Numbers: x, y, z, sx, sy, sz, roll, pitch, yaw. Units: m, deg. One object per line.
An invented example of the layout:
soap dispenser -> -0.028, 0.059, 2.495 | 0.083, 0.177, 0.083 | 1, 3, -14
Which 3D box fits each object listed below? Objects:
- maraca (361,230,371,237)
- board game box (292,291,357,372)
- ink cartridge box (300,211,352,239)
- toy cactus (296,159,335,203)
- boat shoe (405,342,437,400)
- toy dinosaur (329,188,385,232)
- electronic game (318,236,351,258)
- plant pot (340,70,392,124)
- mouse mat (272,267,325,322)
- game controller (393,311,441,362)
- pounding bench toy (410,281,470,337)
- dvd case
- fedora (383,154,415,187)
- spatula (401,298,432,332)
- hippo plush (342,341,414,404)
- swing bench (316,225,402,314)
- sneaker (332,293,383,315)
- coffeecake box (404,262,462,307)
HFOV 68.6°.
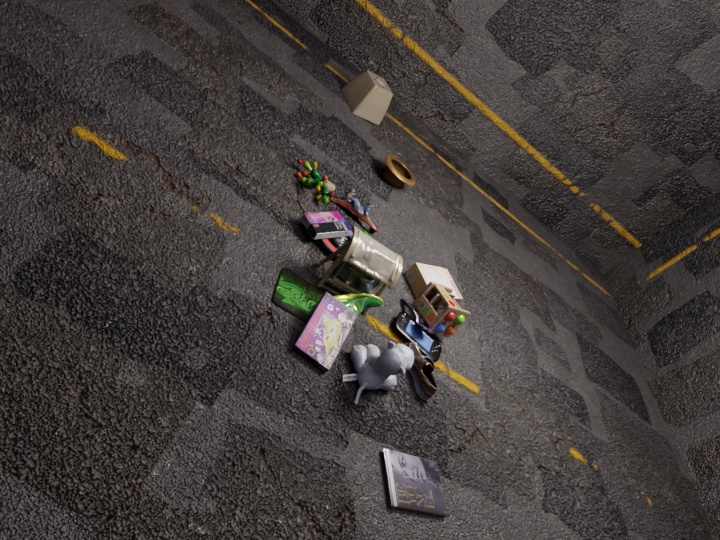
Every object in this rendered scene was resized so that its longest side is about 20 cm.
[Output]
maraca -> 0.049, -0.051, 1.863 | 0.201, 0.107, 0.137 | 64, 15, 2
board game box -> -0.097, 0.170, 1.486 | 0.120, 0.032, 0.200 | 35, 52, -9
ink cartridge box -> -0.104, -0.158, 1.827 | 0.199, 0.037, 0.095 | -8, 56, -46
toy cactus -> -0.150, -0.336, 1.995 | 0.200, 0.102, 0.165 | 51, 22, 23
boat shoe -> 0.199, 0.309, 1.684 | 0.072, 0.072, 0.201 | 13, 45, -41
toy dinosaur -> -0.006, -0.220, 2.069 | 0.199, 0.105, 0.182 | -21, 81, -17
electronic game -> -0.076, -0.111, 1.863 | 0.200, 0.042, 0.201 | 30, 35, -24
plant pot -> 0.050, -0.925, 2.781 | 0.199, 0.177, 0.200 | 8, 48, -43
mouse mat -> -0.165, 0.088, 1.574 | 0.200, 0.008, 0.161 | 33, 34, -19
game controller -> 0.195, 0.227, 1.797 | 0.200, 0.042, 0.104 | 42, 27, -5
pounding bench toy -> 0.316, 0.155, 1.910 | 0.199, 0.124, 0.156 | 17, 29, -41
dvd case -> 0.142, 0.561, 1.395 | 0.199, 0.016, 0.149 | 24, 39, -30
fedora -> 0.168, -0.452, 2.483 | 0.200, 0.082, 0.201 | 35, 30, -24
spatula -> 0.191, 0.155, 1.842 | 0.056, 0.021, 0.200 | 33, 15, -38
hippo plush -> 0.058, 0.254, 1.501 | 0.200, 0.161, 0.160 | -2, 56, -50
swing bench -> 0.000, 0.000, 1.676 | 0.198, 0.200, 0.130 | 30, 35, -24
sneaker -> -0.027, 0.113, 1.609 | 0.199, 0.074, 0.084 | -5, 88, -21
coffeecake box -> 0.285, 0.061, 2.057 | 0.199, 0.073, 0.154 | 9, 47, -43
